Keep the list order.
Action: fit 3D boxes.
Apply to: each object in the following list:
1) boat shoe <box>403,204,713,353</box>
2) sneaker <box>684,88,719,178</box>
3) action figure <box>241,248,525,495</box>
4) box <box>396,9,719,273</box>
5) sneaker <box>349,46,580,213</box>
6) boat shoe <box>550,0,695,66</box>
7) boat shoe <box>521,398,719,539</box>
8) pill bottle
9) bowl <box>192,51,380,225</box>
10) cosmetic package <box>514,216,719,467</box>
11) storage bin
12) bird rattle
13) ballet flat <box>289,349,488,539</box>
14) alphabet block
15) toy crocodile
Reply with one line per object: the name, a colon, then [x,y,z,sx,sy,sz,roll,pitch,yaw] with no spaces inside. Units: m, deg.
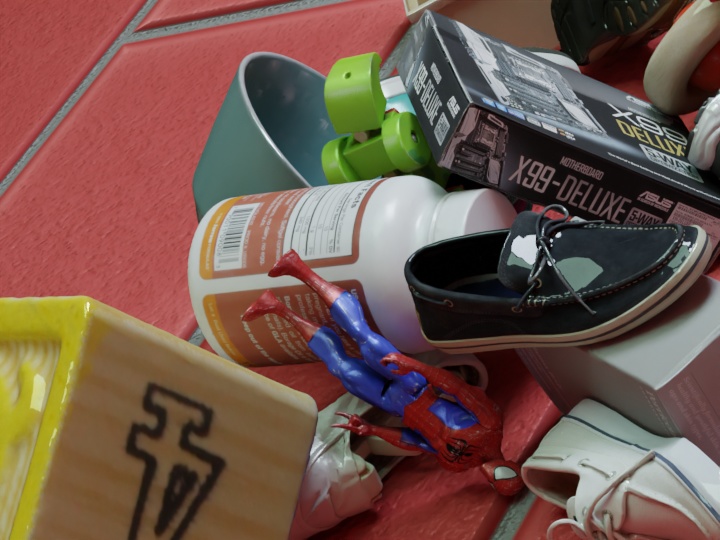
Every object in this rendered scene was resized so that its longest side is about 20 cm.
boat shoe: [0.107,0.001,1.569,0.199,0.062,0.075,-10,36,38]
sneaker: [0.297,-0.108,1.771,0.200,0.074,0.079,-37,66,-26]
action figure: [0.019,0.071,1.668,0.066,0.200,0.052,-57,-7,32]
box: [0.131,-0.084,1.766,0.050,0.199,0.158,-62,20,21]
sneaker: [0.097,-0.087,1.926,0.199,0.084,0.121,-14,59,-33]
boat shoe: [0.199,-0.199,1.944,0.074,0.076,0.200,-11,-4,-18]
boat shoe: [0.144,0.132,1.531,0.086,0.075,0.202,-39,27,-12]
pill bottle: [0.000,0.000,1.740,0.199,0.112,0.112,-5,38,32]
bowl: [-0.040,-0.045,1.910,0.105,0.201,0.201,-44,23,21]
cosmetic package: [0.170,0.051,1.600,0.090,0.107,0.200,-40,27,-9]
storage bin: [0.135,-0.249,2.123,0.200,0.094,0.199,-28,29,11]
bird rattle: [0.253,-0.163,1.806,0.163,0.113,0.200,-50,-12,17]
ballet flat: [0.005,0.110,1.730,0.200,0.070,0.069,-42,29,-23]
alphabet block: [-0.173,0.137,1.657,0.195,0.200,0.197,-4,68,45]
toy crocodile: [0.038,-0.053,1.802,0.067,0.200,0.062,-22,28,33]
